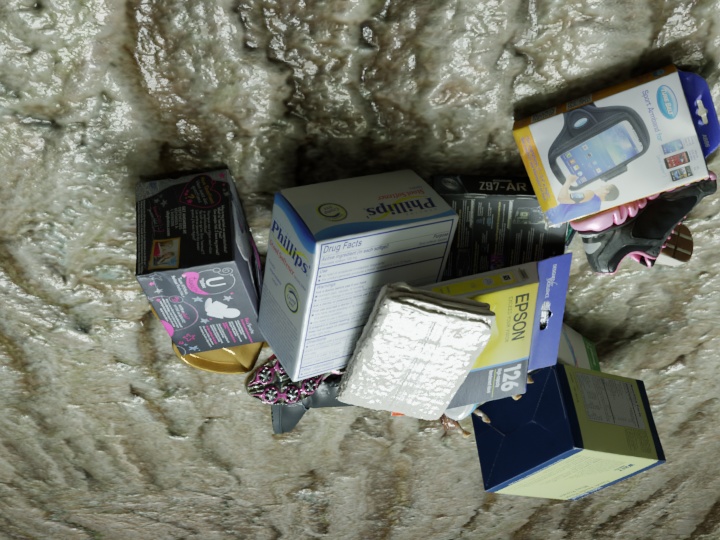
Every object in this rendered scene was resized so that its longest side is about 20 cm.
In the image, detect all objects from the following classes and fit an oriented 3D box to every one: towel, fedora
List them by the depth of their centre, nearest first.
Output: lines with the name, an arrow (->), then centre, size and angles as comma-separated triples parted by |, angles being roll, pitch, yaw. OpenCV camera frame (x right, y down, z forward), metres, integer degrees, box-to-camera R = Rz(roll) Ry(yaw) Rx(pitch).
towel -> 0.059, 0.094, 1.016 | 0.132, 0.035, 0.201 | 14, 133, -12
fedora -> -0.196, 0.089, 1.252 | 0.199, 0.082, 0.201 | 4, 150, 3

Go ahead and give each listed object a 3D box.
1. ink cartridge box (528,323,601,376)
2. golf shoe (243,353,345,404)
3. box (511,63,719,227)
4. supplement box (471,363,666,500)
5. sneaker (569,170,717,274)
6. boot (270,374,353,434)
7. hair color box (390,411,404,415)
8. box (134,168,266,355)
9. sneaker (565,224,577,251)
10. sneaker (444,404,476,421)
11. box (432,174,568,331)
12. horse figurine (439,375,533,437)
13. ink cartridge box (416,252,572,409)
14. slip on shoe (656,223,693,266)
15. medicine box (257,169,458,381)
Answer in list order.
ink cartridge box -> 0.265, 0.141, 1.415 | 0.145, 0.088, 0.200 | -27, 144, 31
golf shoe -> -0.087, 0.139, 1.311 | 0.199, 0.073, 0.092 | -20, -169, -35
box -> 0.274, -0.133, 0.958 | 0.199, 0.042, 0.120 | -18, 109, 23
supplement box -> 0.315, 0.253, 1.393 | 0.199, 0.135, 0.200 | 13, 144, -31
sneaker -> 0.332, -0.055, 1.045 | 0.199, 0.096, 0.079 | -22, -169, -19
boot -> -0.070, 0.209, 1.503 | 0.161, 0.074, 0.199 | -5, 148, -6
hair color box -> 0.073, 0.125, 1.340 | 0.063, 0.111, 0.200 | -4, 149, -2
box -> -0.183, -0.006, 1.074 | 0.114, 0.133, 0.200 | -8, 149, 0
sneaker -> 0.214, -0.026, 1.180 | 0.200, 0.074, 0.087 | -48, 171, 31
sneaker -> 0.131, 0.118, 1.261 | 0.075, 0.201, 0.087 | 9, -166, 24
box -> 0.162, -0.017, 1.098 | 0.159, 0.044, 0.201 | 1, 126, 4
horse figurine -> 0.165, 0.154, 1.325 | 0.200, 0.133, 0.050 | -47, 155, 26
ink cartridge box -> 0.157, 0.081, 1.083 | 0.199, 0.047, 0.198 | -10, 133, -7
slip on shoe -> 0.334, -0.055, 1.129 | 0.199, 0.077, 0.060 | 18, 164, -36
medicine box -> -0.008, 0.004, 1.034 | 0.181, 0.103, 0.201 | -12, 132, -30
